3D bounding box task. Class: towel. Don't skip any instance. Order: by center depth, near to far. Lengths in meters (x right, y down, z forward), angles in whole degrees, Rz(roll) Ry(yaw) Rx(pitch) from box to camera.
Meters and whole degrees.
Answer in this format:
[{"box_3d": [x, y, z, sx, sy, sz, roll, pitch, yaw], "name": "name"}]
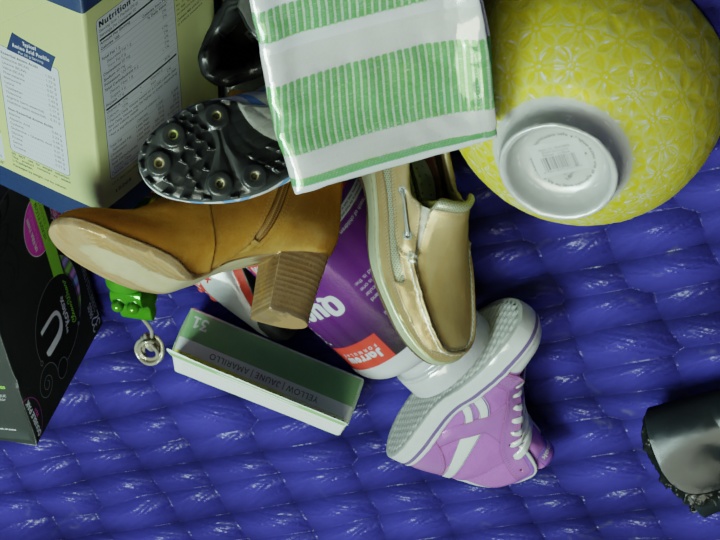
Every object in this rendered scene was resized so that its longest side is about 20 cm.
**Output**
[{"box_3d": [0.010, -0.152, 1.353, 0.152, 0.023, 0.201, -16, 123, -13], "name": "towel"}]

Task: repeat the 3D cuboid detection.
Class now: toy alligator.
[{"box_3d": [-0.167, 0.003, 1.604, 0.059, 0.054, 0.201, 9, 126, 14], "name": "toy alligator"}]

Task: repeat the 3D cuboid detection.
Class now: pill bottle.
[{"box_3d": [0.000, 0.000, 1.591, 0.112, 0.113, 0.200, -30, 115, 37], "name": "pill bottle"}]

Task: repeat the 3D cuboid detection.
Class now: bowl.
[{"box_3d": [0.140, -0.098, 1.461, 0.199, 0.108, 0.201, 10, 133, 11], "name": "bowl"}]

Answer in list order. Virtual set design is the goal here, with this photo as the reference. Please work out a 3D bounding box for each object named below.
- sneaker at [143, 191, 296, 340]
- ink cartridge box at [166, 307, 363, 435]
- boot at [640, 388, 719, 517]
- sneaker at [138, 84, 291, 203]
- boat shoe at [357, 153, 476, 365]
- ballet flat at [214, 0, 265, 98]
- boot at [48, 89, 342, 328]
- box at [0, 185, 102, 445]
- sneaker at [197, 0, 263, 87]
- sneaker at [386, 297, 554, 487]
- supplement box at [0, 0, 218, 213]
[{"box_3d": [-0.134, -0.022, 1.653, 0.108, 0.067, 0.202, -19, 118, 33], "name": "sneaker"}, {"box_3d": [-0.070, 0.075, 1.652, 0.145, 0.048, 0.200, 22, 171, 0], "name": "ink cartridge box"}, {"box_3d": [0.278, 0.098, 1.605, 0.167, 0.077, 0.200, -16, 129, 26], "name": "boot"}, {"box_3d": [-0.051, -0.091, 1.427, 0.072, 0.199, 0.072, 68, 163, 1], "name": "sneaker"}, {"box_3d": [0.046, -0.034, 1.513, 0.076, 0.071, 0.201, -14, 94, 48], "name": "boat shoe"}, {"box_3d": [-0.078, -0.191, 1.495, 0.063, 0.068, 0.201, -8, 133, -10], "name": "ballet flat"}, {"box_3d": [-0.103, -0.054, 1.454, 0.200, 0.145, 0.071, 19, 159, -27], "name": "boot"}, {"box_3d": [-0.295, 0.007, 1.675, 0.124, 0.149, 0.201, 5, 132, 17], "name": "box"}, {"box_3d": [-0.032, -0.174, 1.383, 0.200, 0.091, 0.067, -35, 103, 35], "name": "sneaker"}, {"box_3d": [0.112, 0.098, 1.678, 0.114, 0.073, 0.201, 24, 141, -12], "name": "sneaker"}, {"box_3d": [-0.212, -0.171, 1.462, 0.199, 0.134, 0.201, 24, 137, 23], "name": "supplement box"}]
